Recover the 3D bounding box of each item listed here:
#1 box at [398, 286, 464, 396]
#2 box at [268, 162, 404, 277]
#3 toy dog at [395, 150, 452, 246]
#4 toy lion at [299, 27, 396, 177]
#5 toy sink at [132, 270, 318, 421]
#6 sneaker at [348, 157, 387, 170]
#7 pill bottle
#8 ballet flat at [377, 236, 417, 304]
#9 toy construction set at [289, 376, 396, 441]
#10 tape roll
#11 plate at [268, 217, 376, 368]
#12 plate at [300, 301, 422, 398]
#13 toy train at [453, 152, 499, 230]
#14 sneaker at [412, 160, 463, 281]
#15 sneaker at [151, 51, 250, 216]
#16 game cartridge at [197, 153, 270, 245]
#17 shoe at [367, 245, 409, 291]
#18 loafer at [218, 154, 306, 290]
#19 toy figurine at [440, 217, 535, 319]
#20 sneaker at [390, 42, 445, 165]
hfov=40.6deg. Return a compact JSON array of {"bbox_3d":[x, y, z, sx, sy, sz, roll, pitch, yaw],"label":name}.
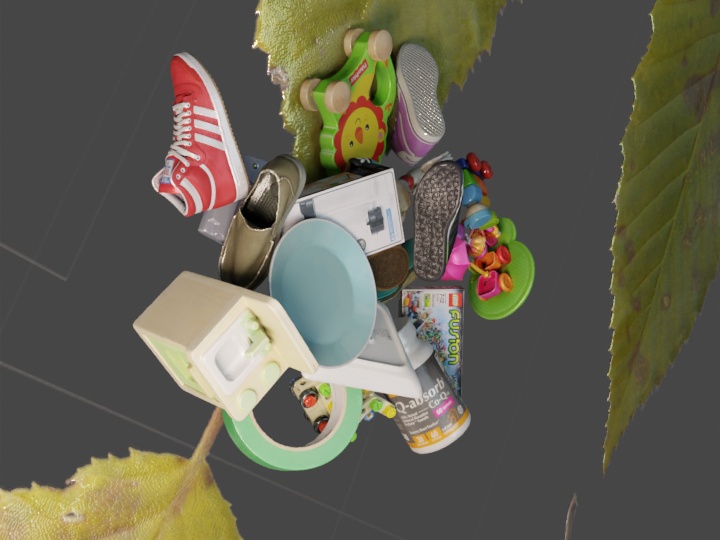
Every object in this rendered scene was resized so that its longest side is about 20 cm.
[{"bbox_3d":[0.118,0.128,1.650,0.109,0.035,0.202,-1,98,-7],"label":"box"},{"bbox_3d":[-0.041,-0.067,1.367,0.198,0.060,0.118,-19,112,-26],"label":"box"},{"bbox_3d":[0.073,-0.101,1.556,0.199,0.132,0.097,-31,96,-32],"label":"toy dog"},{"bbox_3d":[-0.003,-0.239,1.488,0.201,0.068,0.193,-55,139,-29],"label":"toy lion"},{"bbox_3d":[-0.172,0.099,1.227,0.112,0.199,0.131,-49,130,-25],"label":"toy sink"},{"bbox_3d":[-0.029,-0.076,1.457,0.079,0.071,0.202,22,95,-40],"label":"sneaker"},{"bbox_3d":[0.086,0.185,1.577,0.116,0.116,0.201,-39,104,-38],"label":"pill bottle"},{"bbox_3d":[0.043,0.018,1.579,0.200,0.070,0.071,-39,123,-36],"label":"ballet flat"},{"bbox_3d":[-0.036,0.176,1.483,0.131,0.092,0.201,-34,115,-13],"label":"toy construction set"},{"bbox_3d":[-0.096,0.180,1.376,0.198,0.048,0.203,5,77,-21],"label":"tape roll"},{"bbox_3d":[-0.053,0.031,1.301,0.199,0.025,0.203,13,73,-45],"label":"plate"},{"bbox_3d":[-0.013,0.090,1.393,0.198,0.200,0.032,15,122,-30],"label":"plate"},{"bbox_3d":[0.206,-0.122,1.687,0.200,0.084,0.117,14,51,-65],"label":"toy train"},{"bbox_3d":[0.119,-0.080,1.514,0.083,0.071,0.202,-47,151,-63],"label":"sneaker"},{"bbox_3d":[-0.224,-0.168,1.231,0.112,0.071,0.202,-27,103,-29],"label":"sneaker"},{"bbox_3d":[-0.135,-0.080,1.373,0.199,0.041,0.134,31,76,-47],"label":"game cartridge"},{"bbox_3d":[0.000,0.000,1.434,0.199,0.053,0.071,-16,113,-49],"label":"shoe"},{"bbox_3d":[-0.139,-0.057,1.255,0.202,0.075,0.070,-67,163,16],"label":"loafer"},{"bbox_3d":[0.191,-0.037,1.703,0.183,0.149,0.202,26,54,-38],"label":"toy figurine"},{"bbox_3d":[0.076,-0.264,1.571,0.072,0.114,0.202,9,59,-19],"label":"sneaker"}]
